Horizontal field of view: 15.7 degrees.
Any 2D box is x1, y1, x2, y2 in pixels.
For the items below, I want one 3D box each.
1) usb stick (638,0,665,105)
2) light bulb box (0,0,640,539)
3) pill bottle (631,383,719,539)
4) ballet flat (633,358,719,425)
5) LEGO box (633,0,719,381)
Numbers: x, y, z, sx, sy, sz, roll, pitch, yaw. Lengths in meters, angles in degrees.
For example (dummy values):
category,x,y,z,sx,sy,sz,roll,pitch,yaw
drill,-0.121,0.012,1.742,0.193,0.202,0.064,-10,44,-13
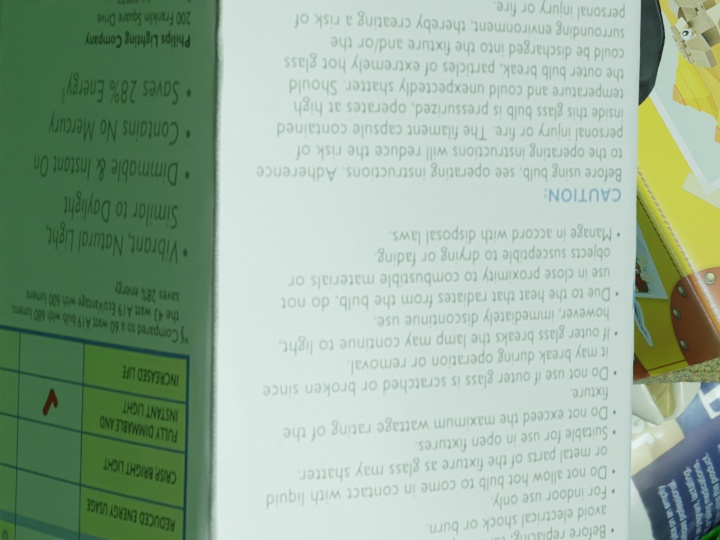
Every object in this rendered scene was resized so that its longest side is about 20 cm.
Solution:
category,x,y,z,sx,sy,sz,roll,pitch,yaw
usb stick,0.010,-0.053,0.716,0.033,0.200,0.056,-4,85,-35
light bulb box,-0.038,0.006,0.649,0.125,0.198,0.200,-1,95,-35
pill bottle,0.095,0.045,0.925,0.200,0.111,0.111,-34,139,-16
ballet flat,0.115,0.019,0.833,0.071,0.200,0.071,7,82,-62
LEGO box,0.098,-0.092,0.750,0.149,0.200,0.077,-30,-179,-21
